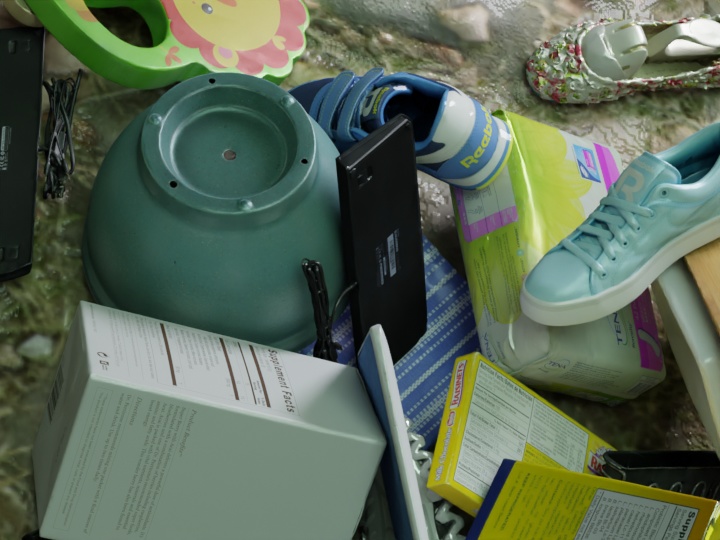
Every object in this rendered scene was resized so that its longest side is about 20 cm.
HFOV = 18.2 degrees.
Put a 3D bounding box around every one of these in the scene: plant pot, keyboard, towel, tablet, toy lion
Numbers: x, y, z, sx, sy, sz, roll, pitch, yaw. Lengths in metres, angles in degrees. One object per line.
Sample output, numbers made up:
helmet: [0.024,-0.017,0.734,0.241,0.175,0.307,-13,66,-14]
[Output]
plant pot: [-0.092,-0.052,1.551,0.200,0.134,0.201,3,57,-5]
keyboard: [-0.249,-0.079,1.602,0.104,0.040,0.200,-2,67,5]
towel: [0.014,0.028,1.645,0.200,0.024,0.145,47,62,5]
keyboard: [0.000,0.000,1.545,0.021,0.200,0.127,23,47,31]
tablet: [0.027,0.140,1.467,0.014,0.130,0.201,-11,81,-6]
toy lion: [-0.136,-0.197,1.657,0.192,0.069,0.200,45,46,-2]

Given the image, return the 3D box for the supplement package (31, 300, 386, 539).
supplement package: [-0.102,0.117,1.474,0.200,0.122,0.120,15,19,-16]

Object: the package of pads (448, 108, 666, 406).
package of pads: [0.141,-0.009,1.647,0.154,0.068,0.200,13,59,-47]

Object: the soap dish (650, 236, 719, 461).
soap dish: [0.265,0.044,1.607,0.081,0.158,0.200,-19,38,4]

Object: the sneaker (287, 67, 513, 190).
sneaker: [0.011,-0.111,1.621,0.082,0.200,0.074,32,70,-53]

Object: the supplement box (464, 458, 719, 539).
supplement box: [0.168,0.206,1.457,0.109,0.200,0.109,38,71,-34]

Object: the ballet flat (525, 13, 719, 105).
ballet flat: [0.228,-0.177,1.787,0.200,0.064,0.076,-10,72,-22]

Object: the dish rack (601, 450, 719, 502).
dish rack: [0.272,0.192,1.569,0.153,0.055,0.200,3,22,-44]

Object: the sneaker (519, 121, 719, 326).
sneaker: [0.185,-0.040,1.546,0.200,0.082,0.074,-34,40,-23]

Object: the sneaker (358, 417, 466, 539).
sneaker: [0.028,0.176,1.556,0.081,0.075,0.200,-26,83,-14]

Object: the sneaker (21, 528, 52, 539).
sneaker: [-0.196,0.199,1.477,0.199,0.074,0.089,7,46,-14]

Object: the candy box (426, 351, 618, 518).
candy box: [0.129,0.148,1.581,0.200,0.026,0.102,35,54,-34]
